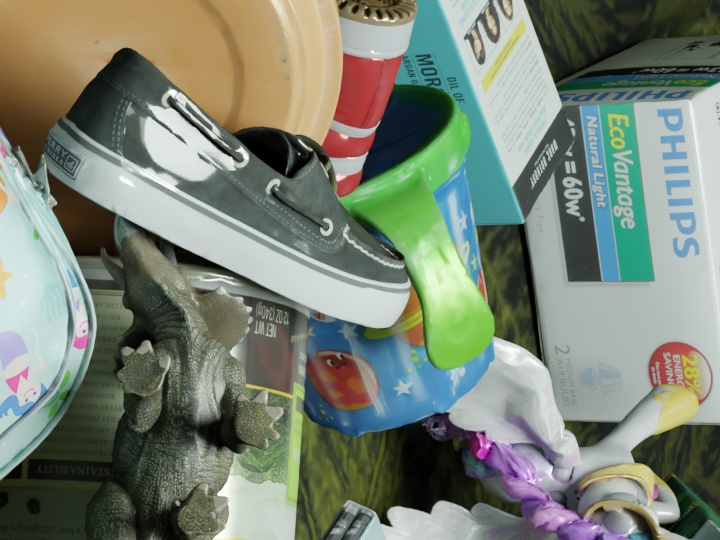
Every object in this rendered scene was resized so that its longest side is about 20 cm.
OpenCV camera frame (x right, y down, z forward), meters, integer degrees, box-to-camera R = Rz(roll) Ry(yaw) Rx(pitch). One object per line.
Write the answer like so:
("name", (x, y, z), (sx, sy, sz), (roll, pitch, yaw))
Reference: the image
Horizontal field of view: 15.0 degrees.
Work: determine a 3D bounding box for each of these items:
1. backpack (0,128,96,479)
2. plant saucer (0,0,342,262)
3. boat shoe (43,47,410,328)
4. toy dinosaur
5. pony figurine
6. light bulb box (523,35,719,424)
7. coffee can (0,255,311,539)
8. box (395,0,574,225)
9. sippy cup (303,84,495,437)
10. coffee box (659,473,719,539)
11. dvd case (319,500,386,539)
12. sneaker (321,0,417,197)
("backpack", (-0.191, 0.010, 0.981), (0.177, 0.150, 0.200), (-39, 133, -16))
("plant saucer", (-0.105, -0.080, 1.098), (0.032, 0.200, 0.201), (-101, 168, -56))
("boat shoe", (-0.039, -0.029, 1.077), (0.200, 0.069, 0.057), (25, 99, -48))
("toy dinosaur", (-0.074, 0.079, 1.027), (0.102, 0.077, 0.201), (146, -47, -85))
("pony figurine", (0.088, 0.103, 1.427), (0.200, 0.192, 0.167), (-63, 163, -73))
("light bulb box", (0.196, -0.029, 1.644), (0.200, 0.124, 0.199), (-27, 111, -55))
("coffee can", (-0.098, 0.105, 1.137), (0.146, 0.146, 0.201), (18, 73, -57))
("box", (0.053, -0.128, 1.488), (0.082, 0.049, 0.200), (-56, 134, -43))
("sippy cup", (0.000, 0.000, 1.272), (0.178, 0.139, 0.131), (-73, 147, -62))
("coffee box", (0.156, 0.179, 1.503), (0.044, 0.123, 0.200), (42, 4, -1))
("dvd case", (-0.036, 0.225, 1.276), (0.200, 0.022, 0.146), (-54, 150, -25))
("sneaker", (-0.067, -0.103, 1.200), (0.071, 0.200, 0.113), (-17, 130, -45))
